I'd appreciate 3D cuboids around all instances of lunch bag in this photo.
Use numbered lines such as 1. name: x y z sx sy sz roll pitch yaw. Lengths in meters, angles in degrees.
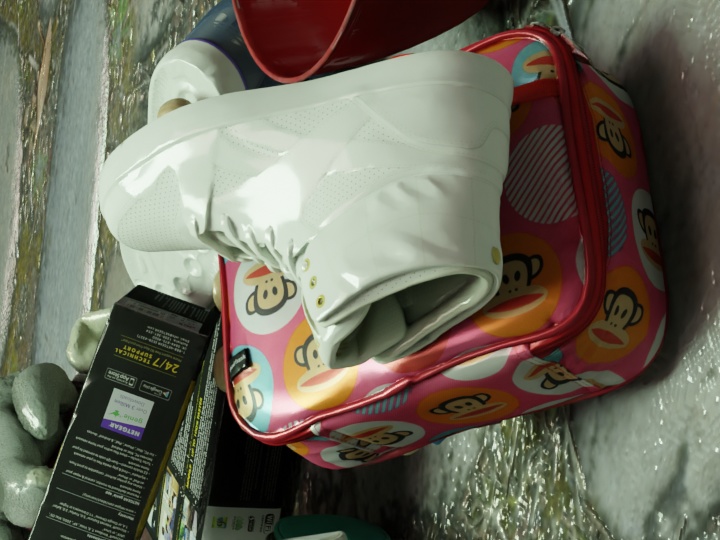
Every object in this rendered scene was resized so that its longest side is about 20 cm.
1. lunch bag: 0.031 -0.018 1.046 0.200 0.082 0.176 -21 60 30

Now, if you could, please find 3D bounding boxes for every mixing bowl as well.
1. mixing bowl: 0.017 -0.187 1.157 0.200 0.108 0.200 -179 90 -67

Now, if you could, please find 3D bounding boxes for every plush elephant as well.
1. plush elephant: -0.187 0.115 1.592 0.165 0.155 0.200 102 150 -44

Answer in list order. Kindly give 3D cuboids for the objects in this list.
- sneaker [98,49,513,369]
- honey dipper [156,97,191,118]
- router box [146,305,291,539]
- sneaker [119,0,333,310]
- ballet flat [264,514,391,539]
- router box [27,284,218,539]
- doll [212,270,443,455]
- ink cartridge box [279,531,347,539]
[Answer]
1. sneaker: -0.030 -0.012 0.988 0.200 0.074 0.116 -15 60 31
2. honey dipper: -0.061 -0.002 1.285 0.200 0.038 0.038 63 166 -20
3. router box: -0.085 0.085 1.450 0.149 0.051 0.200 -134 51 -63
4. sneaker: -0.061 -0.078 1.359 0.081 0.146 0.200 30 136 19
5. ballet flat: 0.000 0.164 1.214 0.200 0.067 0.064 -179 87 -68
6. router box: -0.125 0.092 1.253 0.200 0.052 0.157 -119 49 -87
7. doll: 0.014 0.018 1.125 0.200 0.048 0.137 -3 87 42
8. ink cartridge box: -0.031 0.234 1.170 0.147 0.083 0.200 -21 91 66
